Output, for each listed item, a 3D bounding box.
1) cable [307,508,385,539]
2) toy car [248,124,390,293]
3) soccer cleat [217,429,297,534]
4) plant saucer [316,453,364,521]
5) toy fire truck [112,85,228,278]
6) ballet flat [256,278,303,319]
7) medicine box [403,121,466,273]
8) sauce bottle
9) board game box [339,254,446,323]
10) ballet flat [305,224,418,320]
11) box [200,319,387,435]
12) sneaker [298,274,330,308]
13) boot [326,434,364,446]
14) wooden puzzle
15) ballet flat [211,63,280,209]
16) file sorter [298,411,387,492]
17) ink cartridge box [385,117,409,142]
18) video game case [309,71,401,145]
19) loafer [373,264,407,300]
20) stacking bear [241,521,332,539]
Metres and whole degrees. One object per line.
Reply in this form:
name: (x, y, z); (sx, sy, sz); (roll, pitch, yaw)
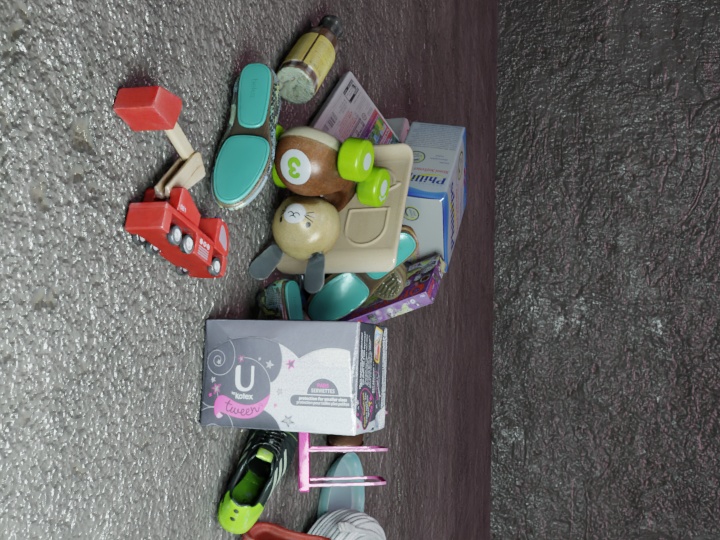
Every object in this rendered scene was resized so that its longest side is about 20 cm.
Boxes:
cable: (-0.033, 0.480, 1.257); (0.200, 0.069, 0.201); (20, 83, -57)
toy car: (-0.076, -0.075, 1.057); (0.158, 0.163, 0.201); (47, 59, -64)
soccer cleat: (-0.122, 0.242, 1.018); (0.201, 0.067, 0.081); (-66, -178, -48)
plant saucer: (-0.035, 0.415, 1.373); (0.200, 0.027, 0.202); (1, 90, -71)
toy fire truck: (-0.194, -0.086, 0.840); (0.200, 0.048, 0.142); (50, 44, -63)
ballet flat: (-0.101, 0.114, 1.066); (0.074, 0.074, 0.202); (23, 57, -70)
medicine box: (0.123, -0.131, 1.421); (0.183, 0.102, 0.201); (81, 22, -46)
sauce bottle: (-0.069, -0.322, 1.188); (0.201, 0.064, 0.065); (-67, 151, -46)
board game box: (0.044, 0.044, 1.339); (0.032, 0.199, 0.120); (54, 32, -23)
ballet flat: (0.000, 0.000, 1.176); (0.068, 0.200, 0.072); (44, 10, -18)
box: (-0.079, 0.126, 0.956); (0.115, 0.199, 0.133); (19, 72, -69)
sneaker: (-0.055, -0.027, 1.226); (0.085, 0.077, 0.202); (33, 59, -64)
boot: (-0.018, 0.189, 1.346); (0.186, 0.064, 0.202); (-64, 157, -80)
wooden puzzle: (-0.019, -0.084, 1.152); (0.046, 0.184, 0.201); (53, 41, -55)
ballet flat: (-0.133, -0.155, 0.977); (0.074, 0.074, 0.201); (54, 43, -61)
file sorter: (-0.026, 0.209, 1.148); (0.139, 0.124, 0.202); (107, -18, -79)
ink cartridge box: (0.046, -0.172, 1.510); (0.146, 0.083, 0.201); (70, 27, -45)
video game case: (-0.001, -0.215, 1.339); (0.182, 0.023, 0.201); (51, 38, -23)
loafer: (0.006, -0.040, 1.300); (0.201, 0.076, 0.067); (57, 23, 7)
stacking bear: (-0.116, 0.442, 1.014); (0.114, 0.121, 0.202); (25, 74, -72)
